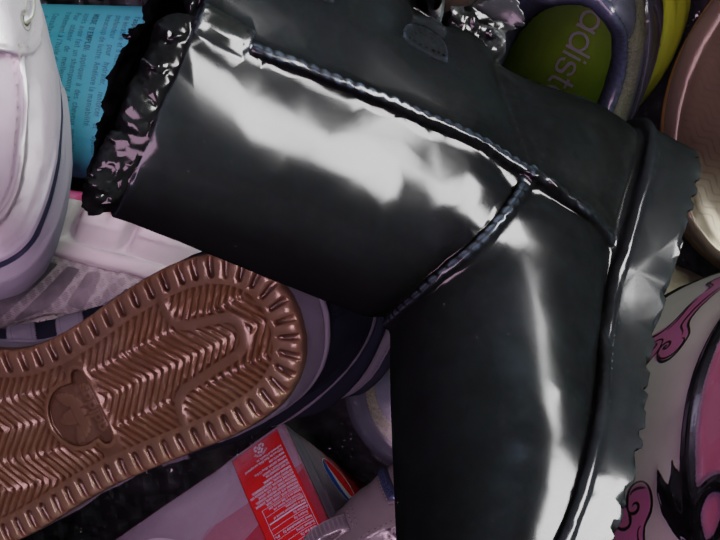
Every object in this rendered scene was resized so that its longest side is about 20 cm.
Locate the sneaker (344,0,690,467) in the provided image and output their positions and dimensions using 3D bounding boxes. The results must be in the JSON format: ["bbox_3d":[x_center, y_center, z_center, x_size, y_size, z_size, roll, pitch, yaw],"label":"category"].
[{"bbox_3d":[0.040,-0.022,0.815,0.074,0.081,0.201,23,109,8],"label":"sneaker"}]

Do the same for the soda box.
[{"bbox_3d":[-0.077,0.140,0.858,0.200,0.070,0.064,-35,53,11],"label":"soda box"}]

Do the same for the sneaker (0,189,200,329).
[{"bbox_3d":[-0.143,0.009,0.881,0.199,0.074,0.088,9,92,10],"label":"sneaker"}]

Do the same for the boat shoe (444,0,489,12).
[{"bbox_3d":[0.061,-0.162,0.781,0.072,0.066,0.201,25,79,42],"label":"boat shoe"}]

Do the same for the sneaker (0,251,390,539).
[{"bbox_3d":[-0.073,0.033,0.816,0.200,0.108,0.070,-19,92,32],"label":"sneaker"}]

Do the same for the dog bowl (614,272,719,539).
[{"bbox_3d":[0.160,0.077,0.727,0.200,0.200,0.074,54,145,4],"label":"dog bowl"}]

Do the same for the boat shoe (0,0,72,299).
[{"bbox_3d":[-0.142,-0.089,0.833,0.073,0.067,0.201,-14,67,-2],"label":"boat shoe"}]

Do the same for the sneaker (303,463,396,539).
[{"bbox_3d":[0.051,0.136,0.816,0.082,0.075,0.200,-27,110,5],"label":"sneaker"}]

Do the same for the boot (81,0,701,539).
[{"bbox_3d":[0.000,0.000,0.692,0.162,0.199,0.073,27,148,-14],"label":"boot"}]

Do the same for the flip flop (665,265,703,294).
[{"bbox_3d":[0.116,0.082,0.778,0.081,0.201,0.058,10,143,-21],"label":"flip flop"}]

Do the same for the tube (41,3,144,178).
[{"bbox_3d":[-0.101,-0.063,0.877,0.199,0.050,0.078,6,82,14],"label":"tube"}]

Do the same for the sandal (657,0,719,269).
[{"bbox_3d":[0.163,-0.085,0.788,0.080,0.054,0.200,39,103,-1],"label":"sandal"}]
